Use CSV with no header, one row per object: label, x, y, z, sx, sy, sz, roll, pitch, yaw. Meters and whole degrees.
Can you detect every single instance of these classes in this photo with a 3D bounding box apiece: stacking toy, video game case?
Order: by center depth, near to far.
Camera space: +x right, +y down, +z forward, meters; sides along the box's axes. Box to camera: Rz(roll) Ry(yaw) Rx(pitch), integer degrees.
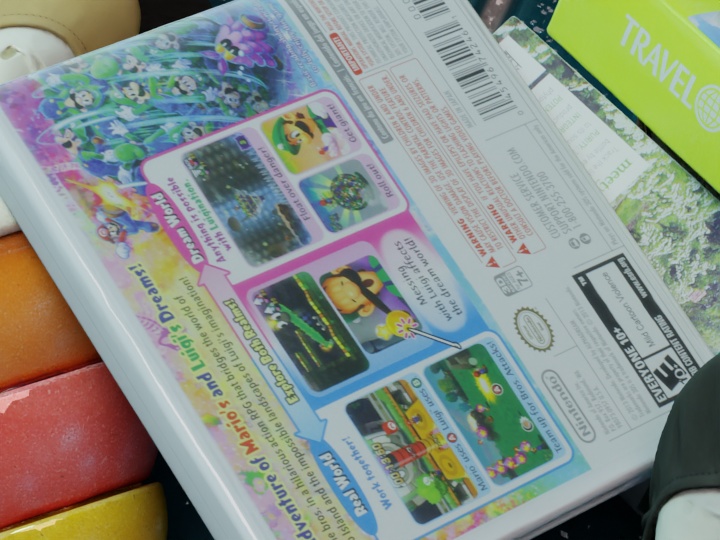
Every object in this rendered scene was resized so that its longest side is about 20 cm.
video game case,0.000,0.000,0.902,0.182,0.024,0.200,-23,71,-32
stacking toy,-0.107,0.074,0.943,0.146,0.146,0.201,-20,86,-11

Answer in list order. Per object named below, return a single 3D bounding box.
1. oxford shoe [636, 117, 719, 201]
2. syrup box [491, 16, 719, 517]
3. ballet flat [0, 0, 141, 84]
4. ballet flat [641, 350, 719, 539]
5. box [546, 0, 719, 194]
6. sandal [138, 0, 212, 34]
oxford shoe,0.175,-0.004,1.002,0.071,0.074,0.200,-41,74,-13
syrup box,0.093,0.016,0.986,0.200,0.081,0.079,44,72,11
ballet flat,-0.149,-0.044,0.939,0.200,0.069,0.063,-23,36,-24
ballet flat,0.113,0.101,0.890,0.068,0.200,0.069,15,51,4
box,0.168,-0.047,0.973,0.122,0.048,0.200,-6,39,-37
sandal,-0.138,-0.053,1.003,0.199,0.075,0.045,-22,29,-14
